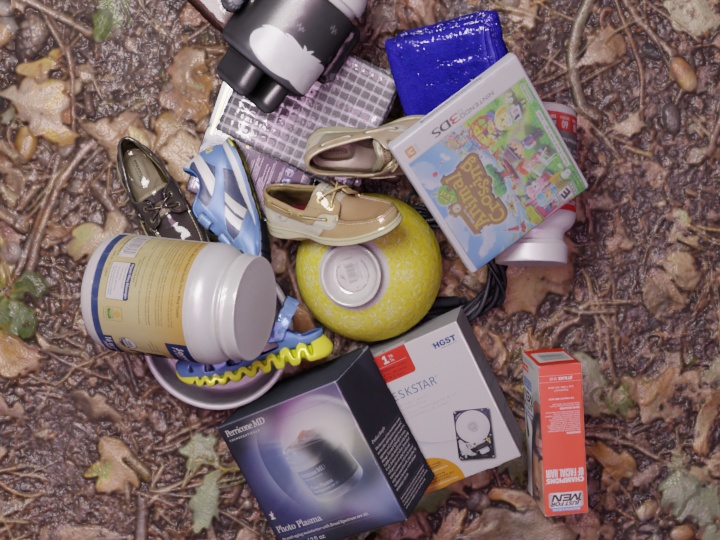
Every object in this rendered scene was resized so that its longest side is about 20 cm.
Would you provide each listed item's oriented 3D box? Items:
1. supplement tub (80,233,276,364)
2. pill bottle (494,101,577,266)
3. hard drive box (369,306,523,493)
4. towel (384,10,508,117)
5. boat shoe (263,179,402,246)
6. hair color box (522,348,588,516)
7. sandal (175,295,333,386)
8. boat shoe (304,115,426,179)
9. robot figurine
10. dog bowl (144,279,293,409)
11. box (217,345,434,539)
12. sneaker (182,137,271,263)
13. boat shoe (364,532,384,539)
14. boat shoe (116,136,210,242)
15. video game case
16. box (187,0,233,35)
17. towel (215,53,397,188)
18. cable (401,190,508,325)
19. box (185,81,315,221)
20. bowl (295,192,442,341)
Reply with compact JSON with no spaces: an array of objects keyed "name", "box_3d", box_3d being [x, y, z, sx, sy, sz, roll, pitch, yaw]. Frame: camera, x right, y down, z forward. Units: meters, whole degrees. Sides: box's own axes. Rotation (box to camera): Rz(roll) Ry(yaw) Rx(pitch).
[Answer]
[{"name":"supplement tub","box_3d":[-0.213,0.034,1.223,0.198,0.144,0.146,6,96,19]},{"name":"pill bottle","box_3d":[0.224,-0.109,1.339,0.114,0.116,0.202,1,85,-4]},{"name":"hard drive box","box_3d":[0.106,0.175,1.375,0.155,0.077,0.201,-25,97,16]},{"name":"towel","box_3d":[0.121,-0.201,1.245,0.146,0.050,0.202,-12,115,18]},{"name":"boat shoe","box_3d":[-0.042,-0.076,1.268,0.198,0.074,0.067,2,124,32]},{"name":"hair color box","box_3d":[0.261,0.216,1.391,0.063,0.111,0.202,-5,95,-2]},{"name":"sandal","box_3d":[-0.139,0.091,1.297,0.198,0.079,0.088,-16,93,-10]},{"name":"boat shoe","box_3d":[0.031,-0.141,1.231,0.198,0.065,0.073,-2,118,3]},{"name":"robot figurine","box_3d":[-0.080,-0.284,1.184,0.124,0.150,0.201,38,97,8]},{"name":"dog bowl","box_3d":[-0.187,0.078,1.366,0.198,0.079,0.202,0,96,-3]},{"name":"box","box_3d":[-0.045,0.235,1.332,0.199,0.123,0.200,-24,96,28]},{"name":"sneaker","box_3d":[-0.165,-0.064,1.303,0.081,0.074,0.202,-18,79,-1]},{"name":"boat shoe","box_3d":[-0.020,0.459,1.417,0.064,0.071,0.200,40,91,-6]},{"name":"boat shoe","box_3d":[-0.261,-0.086,1.316,0.073,0.065,0.200,-36,72,-8]},{"name":"video game case","box_3d":[0.156,-0.124,1.226,0.181,0.022,0.201,-36,117,0]},{"name":"box","box_3d":[-0.153,-0.417,1.275,0.166,0.164,0.200,43,92,-7]},{"name":"towel","box_3d":[-0.061,-0.208,1.296,0.198,0.086,0.167,24,93,-8]},{"name":"cable","box_3d":[0.106,0.000,1.390,0.199,0.051,0.164,34,93,-7]},{"name":"box","box_3d":[-0.124,-0.172,1.360,0.160,0.049,0.202,19,94,-8]},{"name":"bowl","box_3d":[0.000,0.000,1.329,0.198,0.108,0.203,1,96,14]}]
